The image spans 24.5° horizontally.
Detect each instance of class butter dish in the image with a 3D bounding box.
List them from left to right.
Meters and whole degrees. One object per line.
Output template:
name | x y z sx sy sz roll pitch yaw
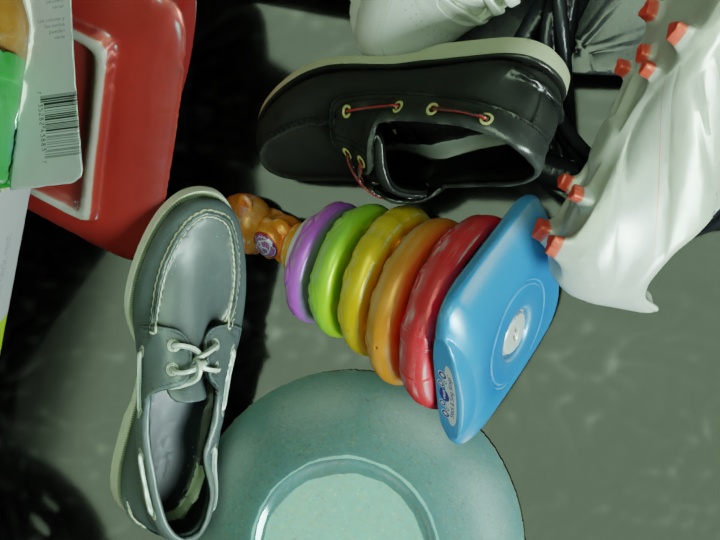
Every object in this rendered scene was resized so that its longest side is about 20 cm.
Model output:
butter dish | -0.163 -0.141 0.917 0.199 0.148 0.200 27 138 10

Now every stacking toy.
stacking toy | 0.000 0.000 0.913 0.199 0.117 0.110 22 53 25

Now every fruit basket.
fruit basket | -0.223 -0.133 0.801 0.183 0.094 0.202 -5 83 11

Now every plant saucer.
plant saucer | -0.007 0.158 0.938 0.199 0.039 0.204 0 89 8

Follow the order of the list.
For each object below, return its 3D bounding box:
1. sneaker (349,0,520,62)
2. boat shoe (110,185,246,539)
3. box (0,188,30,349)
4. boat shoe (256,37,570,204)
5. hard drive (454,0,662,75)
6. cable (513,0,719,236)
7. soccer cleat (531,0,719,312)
sneaker | 0.071 -0.168 0.832 0.200 0.076 0.081 -46 49 25
boat shoe | -0.093 0.056 0.915 0.072 0.062 0.202 2 109 -31
box | -0.252 -0.022 0.921 0.121 0.048 0.201 27 128 8
boat shoe | 0.016 -0.072 0.871 0.200 0.074 0.064 -5 57 40
hard drive | 0.110 -0.176 0.919 0.198 0.042 0.137 4 91 8
cable | 0.166 -0.114 0.867 0.162 0.051 0.201 30 101 2
soccer cleat | 0.160 -0.072 0.829 0.077 0.069 0.201 22 108 -14
